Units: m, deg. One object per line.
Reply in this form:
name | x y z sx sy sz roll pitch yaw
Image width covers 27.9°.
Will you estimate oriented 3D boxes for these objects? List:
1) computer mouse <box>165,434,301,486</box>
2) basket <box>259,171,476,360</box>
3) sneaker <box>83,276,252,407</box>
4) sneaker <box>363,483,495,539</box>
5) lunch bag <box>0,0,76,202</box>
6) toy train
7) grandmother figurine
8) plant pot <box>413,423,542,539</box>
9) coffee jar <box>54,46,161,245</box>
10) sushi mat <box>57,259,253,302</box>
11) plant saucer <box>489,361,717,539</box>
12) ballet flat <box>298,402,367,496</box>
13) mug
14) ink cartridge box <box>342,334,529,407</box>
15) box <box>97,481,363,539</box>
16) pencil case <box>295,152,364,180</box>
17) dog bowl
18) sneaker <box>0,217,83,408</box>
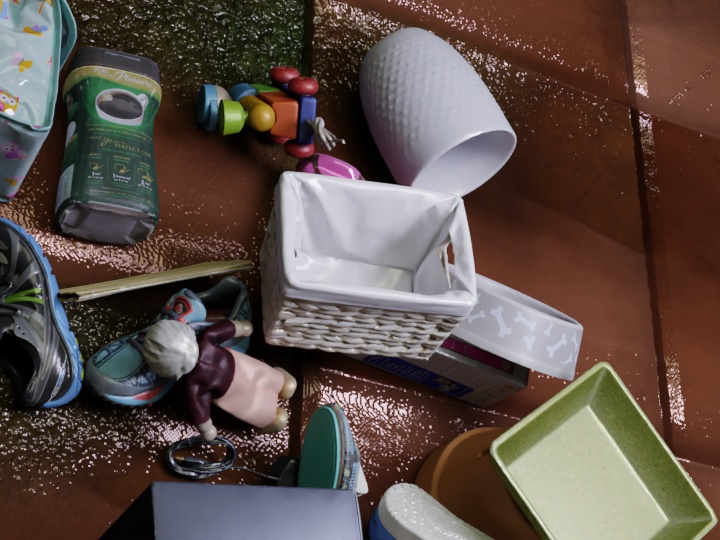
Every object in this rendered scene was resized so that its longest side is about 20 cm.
computer mouse | -0.099 0.204 1.441 0.198 0.034 0.059 19 81 -15
basket | 0.000 0.000 1.441 0.197 0.124 0.137 7 55 -18
sneaker | -0.188 0.058 1.416 0.079 0.096 0.199 38 42 26
sneaker | 0.086 0.309 1.433 0.199 0.112 0.077 36 42 8
lunch bag | -0.355 -0.195 1.418 0.120 0.170 0.203 14 60 -22
toy train | -0.101 -0.164 1.557 0.114 0.200 0.086 -2 107 -20
grandmother figurine | -0.139 0.102 1.394 0.200 0.060 0.123 38 52 -51
plant pot | 0.170 0.243 1.507 0.198 0.140 0.202 15 56 -23
coffee jar | -0.259 -0.133 1.496 0.103 0.085 0.203 10 60 -22
sushi mat | -0.211 0.010 1.444 0.198 0.095 0.012 -11 94 -35
plant saucer | 0.231 0.220 1.436 0.199 0.048 0.201 -29 81 -39
ballet flat | -0.026 0.233 1.418 0.073 0.074 0.203 11 84 -25
mug | 0.090 -0.184 1.715 0.199 0.147 0.177 13 44 -61
ink cartridge box | 0.076 0.093 1.562 0.198 0.095 0.038 20 64 -20
box | -0.121 0.270 1.289 0.198 0.182 0.105 7 60 -28
pencil case | -0.043 -0.030 1.569 0.092 0.091 0.202 3 58 11
dog bowl | 0.152 0.051 1.574 0.198 0.200 0.059 21 96 -20
sneaker | -0.329 0.037 1.367 0.082 0.071 0.202 -15 75 -42
